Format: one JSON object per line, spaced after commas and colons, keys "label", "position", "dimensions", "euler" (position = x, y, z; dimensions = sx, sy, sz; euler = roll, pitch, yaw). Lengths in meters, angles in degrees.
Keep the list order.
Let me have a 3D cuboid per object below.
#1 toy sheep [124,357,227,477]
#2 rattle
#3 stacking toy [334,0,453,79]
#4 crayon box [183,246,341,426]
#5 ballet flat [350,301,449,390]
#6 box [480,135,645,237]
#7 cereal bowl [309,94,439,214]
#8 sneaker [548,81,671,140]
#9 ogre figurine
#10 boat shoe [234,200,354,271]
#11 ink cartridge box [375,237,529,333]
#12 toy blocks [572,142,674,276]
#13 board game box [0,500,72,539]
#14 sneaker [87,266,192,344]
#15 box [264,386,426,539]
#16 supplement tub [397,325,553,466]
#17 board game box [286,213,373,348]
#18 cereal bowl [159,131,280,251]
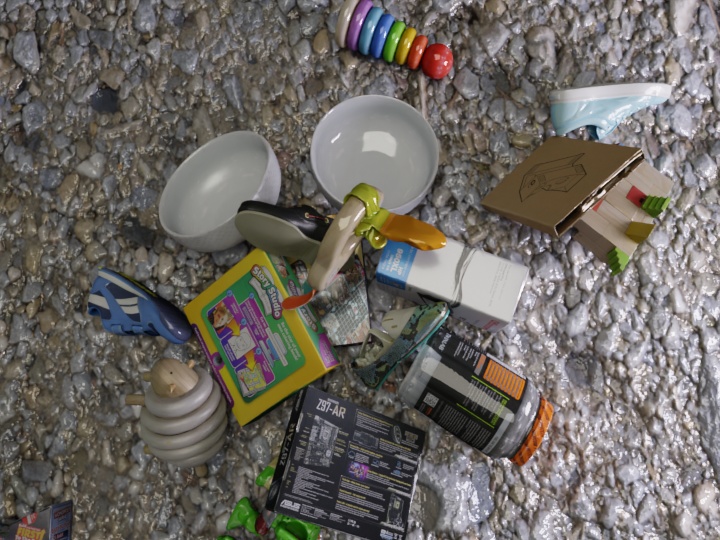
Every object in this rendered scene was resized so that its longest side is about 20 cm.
{"label": "toy sheep", "position": [-0.254, 0.213, 0.880], "dimensions": [0.134, 0.139, 0.204], "euler": [-10, 120, 1]}
{"label": "rattle", "position": [0.000, 0.000, 0.807], "dimensions": [0.141, 0.130, 0.203], "euler": [29, 101, -8]}
{"label": "stacking toy", "position": [0.060, -0.373, 0.998], "dimensions": [0.196, 0.085, 0.087], "euler": [25, 81, 4]}
{"label": "crayon box", "position": [-0.148, 0.094, 0.902], "dimensions": [0.171, 0.058, 0.203], "euler": [-34, 78, 19]}
{"label": "ballet flat", "position": [0.045, 0.097, 0.860], "dimensions": [0.074, 0.074, 0.201], "euler": [46, 127, 11]}
{"label": "box", "position": [0.282, -0.128, 0.886], "dimensions": [0.163, 0.200, 0.021], "euler": [-41, 115, -3]}
{"label": "cereal bowl", "position": [0.021, -0.163, 0.948], "dimensions": [0.194, 0.084, 0.206], "euler": [0, 69, -1]}
{"label": "sneaker", "position": [0.390, -0.251, 0.966], "dimensions": [0.194, 0.074, 0.084], "euler": [-6, 108, -2]}
{"label": "ogre figurine", "position": [-0.112, 0.347, 0.860], "dimensions": [0.119, 0.099, 0.200], "euler": [35, 69, 19]}
{"label": "boat shoe", "position": [-0.091, -0.058, 0.871], "dimensions": [0.198, 0.073, 0.065], "euler": [19, 56, -37]}
{"label": "ink cartridge box", "position": [0.126, 0.012, 0.884], "dimensions": [0.195, 0.145, 0.086], "euler": [21, 81, 8]}
{"label": "toy blocks", "position": [0.367, -0.108, 0.911], "dimensions": [0.136, 0.100, 0.201], "euler": [38, 70, 6]}
{"label": "board game box", "position": [-0.505, 0.431, 0.887], "dimensions": [0.194, 0.062, 0.206], "euler": [11, 79, 6]}
{"label": "sneaker", "position": [-0.339, 0.070, 0.935], "dimensions": [0.197, 0.074, 0.084], "euler": [27, 84, 24]}
{"label": "box", "position": [-0.014, 0.270, 0.836], "dimensions": [0.196, 0.043, 0.164], "euler": [24, 66, -20]}
{"label": "supplement tub", "position": [0.161, 0.177, 0.862], "dimensions": [0.197, 0.123, 0.124], "euler": [32, 82, 9]}
{"label": "board game box", "position": [-0.056, 0.018, 0.950], "dimensions": [0.131, 0.035, 0.206], "euler": [-6, 79, 3]}
{"label": "cereal bowl", "position": [-0.202, -0.109, 0.933], "dimensions": [0.195, 0.084, 0.204], "euler": [-15, 51, 19]}
